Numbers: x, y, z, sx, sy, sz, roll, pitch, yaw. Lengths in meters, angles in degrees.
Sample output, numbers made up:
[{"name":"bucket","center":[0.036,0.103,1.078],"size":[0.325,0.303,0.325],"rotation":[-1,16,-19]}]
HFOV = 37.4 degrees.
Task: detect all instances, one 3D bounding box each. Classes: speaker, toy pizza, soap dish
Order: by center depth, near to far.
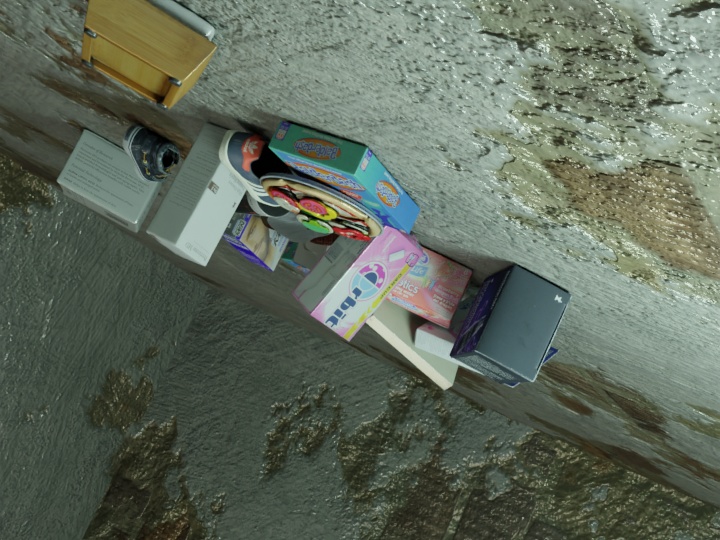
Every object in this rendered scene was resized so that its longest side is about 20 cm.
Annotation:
[{"name":"soap dish","center":[-0.262,-0.272,1.280],"size":[0.156,0.082,0.200],"rotation":[29,169,-13]},{"name":"toy pizza","center":[-0.060,-0.086,1.557],"size":[0.197,0.032,0.200],"rotation":[22,170,4]},{"name":"speaker","center":[-0.182,-0.135,1.813],"size":[0.081,0.082,0.199],"rotation":[31,170,-29]}]

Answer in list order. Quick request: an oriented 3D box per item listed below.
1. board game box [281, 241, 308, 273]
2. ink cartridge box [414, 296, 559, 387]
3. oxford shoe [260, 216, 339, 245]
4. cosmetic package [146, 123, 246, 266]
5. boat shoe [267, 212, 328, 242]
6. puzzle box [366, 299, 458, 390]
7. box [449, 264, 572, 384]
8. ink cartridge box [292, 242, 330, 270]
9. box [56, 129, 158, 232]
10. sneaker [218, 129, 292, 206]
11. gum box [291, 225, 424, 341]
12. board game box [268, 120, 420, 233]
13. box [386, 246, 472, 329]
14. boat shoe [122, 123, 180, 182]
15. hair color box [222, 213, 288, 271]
[{"name":"board game box","center":[-0.054,0.008,2.293],"size":[0.199,0.045,0.151],"rotation":[33,169,-28]},{"name":"ink cartridge box","center":[0.226,0.120,1.863],"size":[0.198,0.044,0.195],"rotation":[20,-155,29]},{"name":"oxford shoe","center":[-0.080,-0.092,1.872],"size":[0.198,0.072,0.074],"rotation":[19,-164,32]},{"name":"cosmetic package","center":[-0.247,-0.120,1.692],"size":[0.073,0.202,0.102],"rotation":[21,170,27]},{"name":"boat shoe","center":[-0.088,-0.092,1.781],"size":[0.072,0.063,0.199],"rotation":[42,159,-26]},{"name":"puzzle box","center":[0.102,0.104,1.896],"size":[0.200,0.134,0.025],"rotation":[42,130,-15]},{"name":"box","center":[0.231,0.088,1.662],"size":[0.103,0.150,0.200],"rotation":[27,170,-2]},{"name":"ink cartridge box","center":[-0.010,-0.009,1.960],"size":[0.198,0.069,0.116],"rotation":[18,-178,-31]},{"name":"box","center":[-0.555,-0.195,2.372],"size":[0.198,0.132,0.199],"rotation":[29,171,-9]},{"name":"sneaker","center":[-0.135,-0.148,1.635],"size":[0.083,0.076,0.200],"rotation":[12,169,29]},{"name":"gum box","center":[0.000,0.000,1.693],"size":[0.113,0.201,0.066],"rotation":[37,-175,-47]},{"name":"board game box","center":[-0.019,-0.129,1.492],"size":[0.151,0.045,0.200],"rotation":[21,169,31]},{"name":"box","center":[0.082,0.009,1.805],"size":[0.198,0.096,0.103],"rotation":[25,171,7]},{"name":"boat shoe","center":[-0.383,-0.203,2.023],"size":[0.090,0.071,0.200],"rotation":[29,169,13]},{"name":"hair color box","center":[-0.198,-0.084,2.044],"size":[0.064,0.111,0.200],"rotation":[22,170,21]}]
